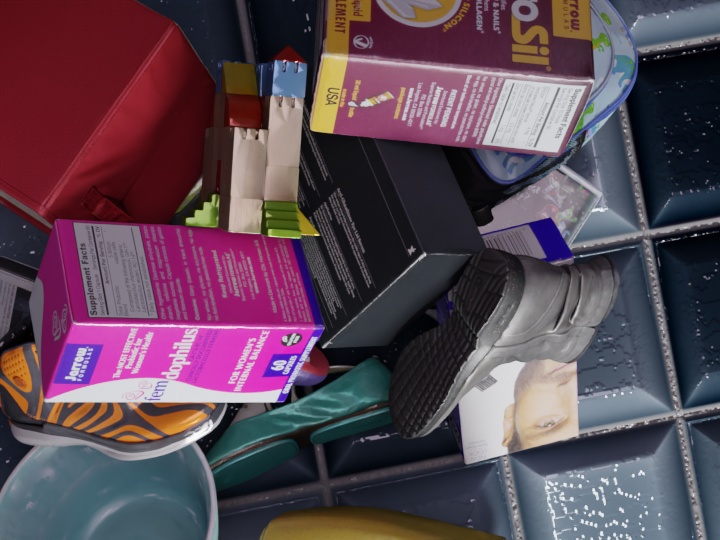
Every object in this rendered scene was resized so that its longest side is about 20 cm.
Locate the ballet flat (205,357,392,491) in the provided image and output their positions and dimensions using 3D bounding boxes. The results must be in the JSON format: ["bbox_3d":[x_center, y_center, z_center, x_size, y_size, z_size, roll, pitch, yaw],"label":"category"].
[{"bbox_3d":[-0.060,0.128,1.247,0.198,0.067,0.071,-21,65,-6],"label":"ballet flat"}]

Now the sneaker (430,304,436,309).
[{"bbox_3d":[0.000,0.000,1.235,0.198,0.075,0.079,-6,84,-9],"label":"sneaker"}]

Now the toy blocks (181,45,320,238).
[{"bbox_3d":[-0.085,-0.101,1.098,0.099,0.200,0.138,3,94,-15],"label":"toy blocks"}]

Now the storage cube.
[{"bbox_3d":[-0.232,-0.126,1.155,0.199,0.171,0.181,30,81,21],"label":"storage cube"}]

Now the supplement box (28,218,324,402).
[{"bbox_3d":[-0.143,0.033,1.092,0.198,0.102,0.104,3,49,-25],"label":"supplement box"}]

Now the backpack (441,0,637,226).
[{"bbox_3d":[0.136,-0.175,1.217,0.199,0.147,0.184,-35,86,-24],"label":"backpack"}]

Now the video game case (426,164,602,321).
[{"bbox_3d":[0.089,-0.051,1.283,0.199,0.023,0.183,34,85,-2],"label":"video game case"}]

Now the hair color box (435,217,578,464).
[{"bbox_3d":[0.124,0.063,1.206,0.108,0.065,0.201,-13,129,-6],"label":"hair color box"}]

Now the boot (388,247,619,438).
[{"bbox_3d":[0.116,0.066,1.126,0.131,0.200,0.070,5,47,-34],"label":"boot"}]

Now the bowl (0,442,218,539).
[{"bbox_3d":[-0.197,0.229,1.179,0.199,0.105,0.202,-8,57,12],"label":"bowl"}]

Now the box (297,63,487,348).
[{"bbox_3d":[0.001,-0.059,1.141,0.078,0.141,0.201,-1,59,-40],"label":"box"}]

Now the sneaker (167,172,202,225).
[{"bbox_3d":[-0.138,-0.111,1.241,0.083,0.072,0.200,41,84,1],"label":"sneaker"}]

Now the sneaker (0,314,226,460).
[{"bbox_3d":[-0.210,0.086,1.134,0.198,0.078,0.113,-3,125,16],"label":"sneaker"}]

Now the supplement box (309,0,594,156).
[{"bbox_3d":[0.065,-0.173,1.064,0.198,0.103,0.132,4,62,-6],"label":"supplement box"}]

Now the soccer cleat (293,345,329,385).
[{"bbox_3d":[-0.126,0.068,1.222,0.198,0.067,0.077,18,112,-8],"label":"soccer cleat"}]

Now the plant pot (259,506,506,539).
[{"bbox_3d":[0.002,0.289,1.180,0.198,0.194,0.197,19,86,5],"label":"plant pot"}]

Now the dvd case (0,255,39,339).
[{"bbox_3d":[-0.225,0.083,1.199,0.198,0.025,0.151,21,127,-1],"label":"dvd case"}]
